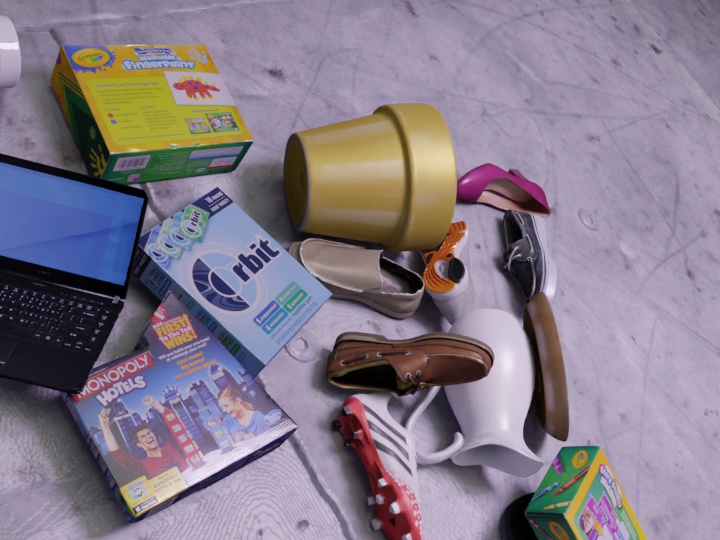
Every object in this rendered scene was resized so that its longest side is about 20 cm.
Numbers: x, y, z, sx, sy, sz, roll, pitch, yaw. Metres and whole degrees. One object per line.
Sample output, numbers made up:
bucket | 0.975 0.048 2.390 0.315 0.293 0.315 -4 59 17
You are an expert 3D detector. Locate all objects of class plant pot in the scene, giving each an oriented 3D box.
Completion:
plant pot | 0.003 -0.122 1.071 0.188 0.201 0.201 -4 60 -19
plant pot | 0.243 0.128 1.067 0.027 0.200 0.200 -7 57 3

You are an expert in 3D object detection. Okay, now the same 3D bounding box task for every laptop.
laptop | -0.324 -0.003 0.783 0.177 0.103 0.200 14 41 -3

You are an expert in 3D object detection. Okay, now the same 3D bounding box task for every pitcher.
pitcher | 0.139 0.152 1.019 0.171 0.121 0.200 4 58 -4

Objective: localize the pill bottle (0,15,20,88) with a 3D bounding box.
pill bottle | -0.485 -0.236 0.869 0.200 0.111 0.111 -13 67 -39

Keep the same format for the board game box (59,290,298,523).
board game box | -0.201 0.131 0.832 0.200 0.062 0.200 -21 71 -40

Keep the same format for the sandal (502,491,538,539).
sandal | 0.257 0.310 1.023 0.200 0.043 0.076 -7 63 -37

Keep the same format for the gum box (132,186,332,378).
gum box | -0.151 0.010 0.948 0.200 0.045 0.170 43 37 1

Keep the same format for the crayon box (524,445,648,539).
crayon box | 0.285 0.328 0.968 0.119 0.058 0.200 -43 110 -42

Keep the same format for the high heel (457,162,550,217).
high heel | 0.233 -0.121 1.296 0.200 0.067 0.096 -14 57 -43

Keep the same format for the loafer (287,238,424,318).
loafer | 0.000 0.000 1.055 0.200 0.068 0.076 19 50 -22

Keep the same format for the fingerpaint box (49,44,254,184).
fingerpaint box | -0.264 -0.201 1.019 0.200 0.073 0.167 -14 69 -40

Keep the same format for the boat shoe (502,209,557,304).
boat shoe | 0.253 -0.017 1.248 0.071 0.072 0.200 15 41 -13

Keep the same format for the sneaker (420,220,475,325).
sneaker | 0.128 0.005 1.148 0.200 0.076 0.092 -77 150 -56

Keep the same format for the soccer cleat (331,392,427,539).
soccer cleat | 0.040 0.230 0.921 0.085 0.069 0.200 -10 61 -34

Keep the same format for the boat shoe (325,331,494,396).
boat shoe | 0.057 0.120 0.954 0.199 0.072 0.068 -2 35 17
